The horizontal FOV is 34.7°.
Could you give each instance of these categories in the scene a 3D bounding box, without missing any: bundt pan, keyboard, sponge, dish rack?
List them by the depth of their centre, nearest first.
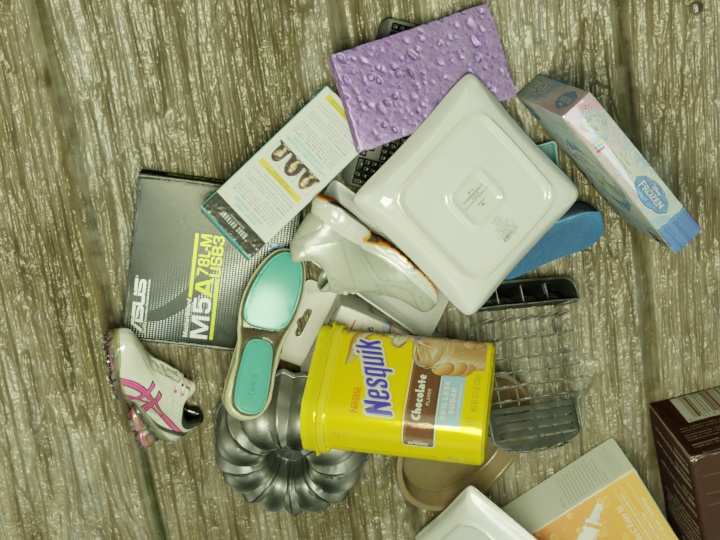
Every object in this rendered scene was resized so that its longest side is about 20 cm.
[{"bbox_3d":[0.070,-0.217,1.299,0.199,0.030,0.112,-21,96,-14],"label":"sponge"},{"bbox_3d":[0.049,-0.183,1.337,0.103,0.040,0.202,12,106,-8],"label":"keyboard"},{"bbox_3d":[0.202,0.113,1.372,0.152,0.054,0.202,-4,78,-28],"label":"dish rack"},{"bbox_3d":[-0.085,0.219,1.387,0.200,0.076,0.203,3,127,4],"label":"bundt pan"}]

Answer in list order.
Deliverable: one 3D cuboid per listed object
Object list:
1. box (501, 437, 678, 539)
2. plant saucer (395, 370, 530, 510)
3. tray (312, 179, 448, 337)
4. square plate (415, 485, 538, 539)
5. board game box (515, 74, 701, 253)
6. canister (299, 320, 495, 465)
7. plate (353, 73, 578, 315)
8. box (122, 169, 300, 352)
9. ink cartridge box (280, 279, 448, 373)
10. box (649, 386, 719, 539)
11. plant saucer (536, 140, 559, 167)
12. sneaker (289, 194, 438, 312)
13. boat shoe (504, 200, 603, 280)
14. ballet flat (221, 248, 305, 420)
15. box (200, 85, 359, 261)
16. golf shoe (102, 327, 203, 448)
[{"bbox_3d":[0.281,0.331,1.475,0.199,0.098,0.125,-34,106,5],"label":"box"},{"bbox_3d":[0.123,0.206,1.422,0.199,0.029,0.201,-16,123,-26],"label":"plant saucer"},{"bbox_3d":[0.021,-0.010,1.374,0.199,0.022,0.108,35,65,-13],"label":"tray"},{"bbox_3d":[0.169,0.368,1.417,0.198,0.200,0.028,40,56,7],"label":"square plate"},{"bbox_3d":[0.272,-0.125,1.289,0.043,0.200,0.199,-43,106,6],"label":"board game box"},{"bbox_3d":[0.045,0.137,1.280,0.198,0.149,0.087,5,140,9],"label":"canister"},{"bbox_3d":[0.126,-0.082,1.294,0.200,0.032,0.200,44,84,-16],"label":"plate"},{"bbox_3d":[-0.176,-0.008,1.361,0.191,0.048,0.202,7,102,-9],"label":"box"},{"bbox_3d":[0.003,0.104,1.400,0.199,0.068,0.117,24,103,-11],"label":"ink cartridge box"},{"bbox_3d":[0.475,0.264,1.438,0.165,0.164,0.202,-15,107,-1],"label":"box"},{"bbox_3d":[0.139,-0.101,1.370,0.198,0.019,0.070,-16,124,-3],"label":"plant saucer"},{"bbox_3d":[0.000,0.000,1.320,0.200,0.076,0.092,37,94,-24],"label":"sneaker"},{"bbox_3d":[0.189,-0.034,1.380,0.198,0.069,0.085,-9,117,-7],"label":"boat shoe"},{"bbox_3d":[-0.115,0.073,1.326,0.069,0.069,0.201,20,80,-10],"label":"ballet flat"},{"bbox_3d":[-0.083,-0.109,1.307,0.200,0.049,0.082,-44,93,-8],"label":"box"},{"bbox_3d":[-0.245,0.129,1.360,0.091,0.073,0.201,-16,140,-4],"label":"golf shoe"}]
